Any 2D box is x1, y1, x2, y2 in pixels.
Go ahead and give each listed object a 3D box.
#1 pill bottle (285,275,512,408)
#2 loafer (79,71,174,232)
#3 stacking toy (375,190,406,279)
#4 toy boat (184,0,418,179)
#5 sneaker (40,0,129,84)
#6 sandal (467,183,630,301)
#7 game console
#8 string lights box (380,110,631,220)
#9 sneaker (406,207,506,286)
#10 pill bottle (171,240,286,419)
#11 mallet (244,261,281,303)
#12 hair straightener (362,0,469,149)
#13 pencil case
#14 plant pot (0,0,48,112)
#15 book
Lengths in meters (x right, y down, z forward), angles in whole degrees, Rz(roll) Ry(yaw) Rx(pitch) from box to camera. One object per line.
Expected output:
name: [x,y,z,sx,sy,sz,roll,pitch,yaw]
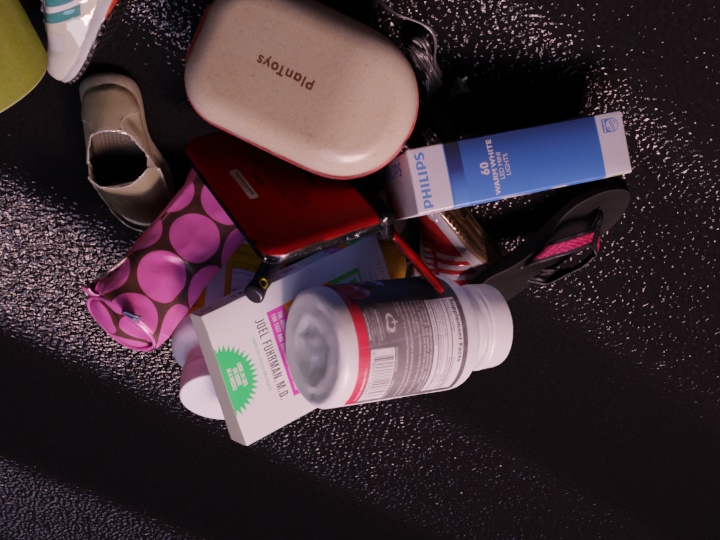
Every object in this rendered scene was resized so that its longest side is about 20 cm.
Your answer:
pill bottle: [0.040,0.062,1.131,0.199,0.111,0.111,-5,148,-32]
loafer: [-0.228,-0.098,1.162,0.075,0.068,0.200,-4,142,6]
stacking toy: [0.000,0.000,1.270,0.146,0.146,0.200,11,122,-13]
toy boat: [-0.045,-0.160,1.050,0.200,0.131,0.131,27,97,4]
sneaker: [-0.236,-0.242,0.993,0.093,0.070,0.200,31,138,-9]
sandal: [0.197,-0.013,1.236,0.200,0.045,0.075,-37,141,4]
game console: [-0.043,-0.048,1.101,0.172,0.200,0.119,-20,131,-20]
string lights box: [0.127,-0.094,1.093,0.199,0.059,0.103,-12,-178,-12]
sneaker: [0.074,-0.016,1.262,0.112,0.071,0.200,-22,139,21]
pill bottle: [-0.134,0.045,1.237,0.111,0.201,0.111,0,142,0]
mallet: [-0.078,-0.034,1.144,0.041,0.200,0.066,-35,99,28]
hair straightener: [0.058,-0.173,1.097,0.077,0.041,0.200,-13,136,17]
pencil case: [-0.176,-0.022,1.166,0.094,0.200,0.091,45,152,-20]
plant pot: [-0.361,-0.227,0.933,0.186,0.187,0.201,-6,125,8]
book: [-0.054,0.061,1.163,0.048,0.200,0.134,12,124,55]
